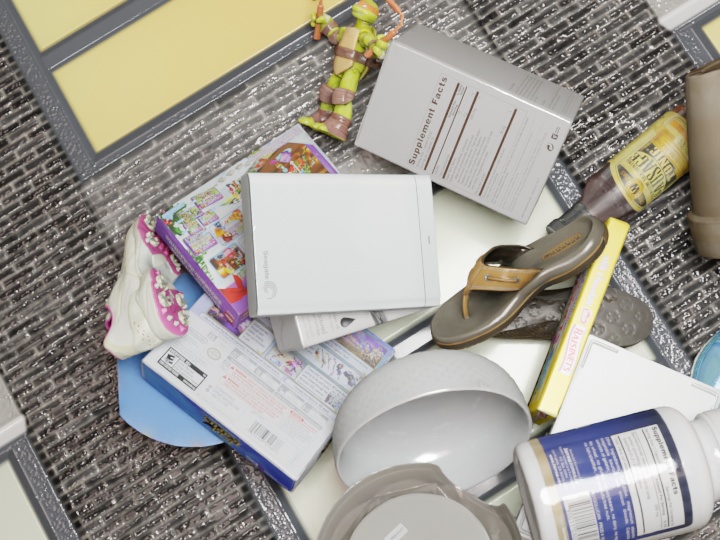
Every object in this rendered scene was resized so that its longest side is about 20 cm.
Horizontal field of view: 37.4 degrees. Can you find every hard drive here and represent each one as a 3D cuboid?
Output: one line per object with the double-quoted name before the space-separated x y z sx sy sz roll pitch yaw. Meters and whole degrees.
"hard drive" -0.016 -0.027 1.031 0.197 0.027 0.134 -2 85 -27

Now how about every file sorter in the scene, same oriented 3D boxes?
"file sorter" 0.246 0.190 1.061 0.137 0.125 0.202 22 83 6

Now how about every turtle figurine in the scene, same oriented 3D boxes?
"turtle figurine" -0.016 -0.230 1.163 0.064 0.199 0.163 14 101 -37

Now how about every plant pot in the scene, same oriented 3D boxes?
"plant pot" 0.403 -0.129 1.045 0.197 0.200 0.176 -21 100 0

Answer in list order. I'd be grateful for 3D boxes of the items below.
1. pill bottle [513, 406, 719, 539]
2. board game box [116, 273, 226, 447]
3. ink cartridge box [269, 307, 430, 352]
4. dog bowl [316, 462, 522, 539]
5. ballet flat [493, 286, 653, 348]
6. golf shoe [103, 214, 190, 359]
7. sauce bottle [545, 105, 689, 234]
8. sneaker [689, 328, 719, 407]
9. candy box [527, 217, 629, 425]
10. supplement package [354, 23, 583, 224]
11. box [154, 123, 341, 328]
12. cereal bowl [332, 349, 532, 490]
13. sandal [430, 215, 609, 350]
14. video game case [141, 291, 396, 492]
"pill bottle" 0.243 0.185 0.944 0.197 0.111 0.113 -14 80 0
"board game box" -0.181 0.100 1.138 0.155 0.039 0.202 -4 60 -13
"ink cartridge box" 0.000 0.000 1.090 0.198 0.068 0.118 -16 90 -28
"dog bowl" 0.056 0.282 0.991 0.197 0.059 0.202 -5 51 6
"ballet flat" 0.211 0.051 1.133 0.197 0.046 0.068 1 76 -2
"golf shoe" -0.233 0.014 1.107 0.091 0.201 0.075 -34 123 10
"sauce bottle" 0.287 -0.093 1.138 0.200 0.066 0.066 -41 80 -3
"sneaker" 0.399 0.075 1.088 0.077 0.090 0.202 23 83 7
"candy box" 0.213 0.053 1.056 0.026 0.102 0.202 23 79 3
"supplement package" 0.115 -0.156 1.112 0.198 0.121 0.121 26 116 8
"box" -0.099 -0.051 1.131 0.199 0.039 0.137 -36 79 -27
"cereal bowl" 0.066 0.143 1.052 0.197 0.201 0.084 -13 50 1
"sandal" 0.146 0.002 1.029 0.199 0.082 0.055 -33 119 14
"video game case" -0.094 0.097 1.104 0.199 0.046 0.182 36 61 9
